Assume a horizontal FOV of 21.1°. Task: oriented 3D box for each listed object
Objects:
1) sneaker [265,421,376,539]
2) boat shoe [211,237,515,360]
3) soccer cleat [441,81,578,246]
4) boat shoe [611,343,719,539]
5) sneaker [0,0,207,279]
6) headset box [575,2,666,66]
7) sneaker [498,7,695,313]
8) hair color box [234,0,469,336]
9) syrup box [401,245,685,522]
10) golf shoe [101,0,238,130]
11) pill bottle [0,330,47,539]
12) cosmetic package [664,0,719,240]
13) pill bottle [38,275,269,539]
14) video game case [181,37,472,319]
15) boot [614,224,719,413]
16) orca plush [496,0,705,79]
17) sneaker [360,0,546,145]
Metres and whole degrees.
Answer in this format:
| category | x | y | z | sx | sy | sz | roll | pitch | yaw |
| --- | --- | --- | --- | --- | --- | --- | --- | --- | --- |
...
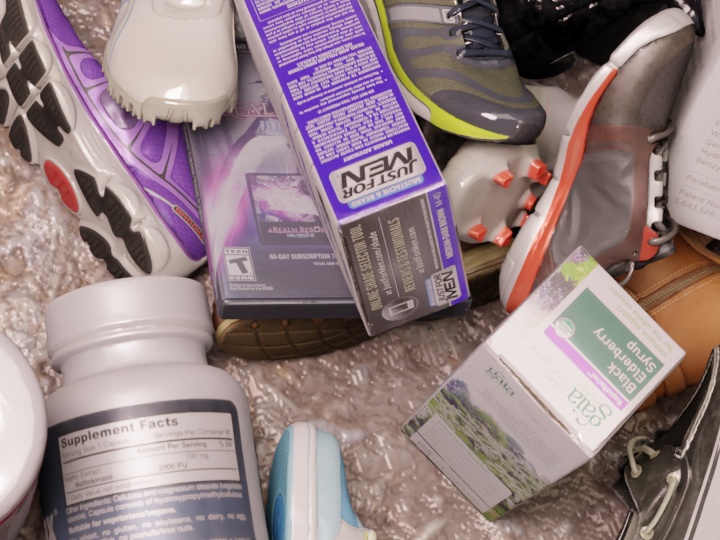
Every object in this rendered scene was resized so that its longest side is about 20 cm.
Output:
| category | x | y | z | sx | sy | sz | roll | pitch | yaw |
| --- | --- | --- | --- | --- | --- | --- | --- | --- | --- |
| sneaker | 0.016 | 0.181 | 1.063 | 0.130 | 0.080 | 0.202 | -2 | 82 | -12 |
| boat shoe | 0.000 | 0.000 | 1.121 | 0.199 | 0.072 | 0.068 | -15 | 69 | -25 |
| soccer cleat | 0.083 | -0.066 | 1.125 | 0.077 | 0.070 | 0.200 | 35 | 28 | 18 |
| boat shoe | 0.176 | 0.125 | 1.094 | 0.063 | 0.071 | 0.201 | 18 | 94 | 4 |
| sneaker | -0.148 | -0.084 | 1.119 | 0.083 | 0.081 | 0.201 | -31 | 89 | -37 |
| headset box | 0.178 | -0.230 | 1.189 | 0.077 | 0.149 | 0.201 | 30 | 70 | -2 |
| sneaker | 0.151 | -0.047 | 1.072 | 0.082 | 0.201 | 0.077 | 34 | 29 | 21 |
| hair color box | -0.009 | -0.079 | 1.030 | 0.064 | 0.110 | 0.201 | -20 | 57 | -3 |
| syrup box | 0.094 | 0.067 | 1.049 | 0.079 | 0.200 | 0.081 | 45 | 69 | 4 |
| golf shoe | -0.103 | -0.162 | 1.087 | 0.078 | 0.098 | 0.201 | 3 | 40 | -9 |
| pill bottle | -0.217 | 0.097 | 0.967 | 0.113 | 0.200 | 0.114 | 4 | 72 | -12 |
| cosmetic package | 0.275 | -0.126 | 1.124 | 0.164 | 0.201 | 0.165 | 21 | 35 | -6 |
| pill bottle | -0.112 | 0.112 | 1.031 | 0.119 | 0.120 | 0.201 | -5 | 74 | -15 |
| video game case | -0.026 | -0.056 | 1.100 | 0.142 | 0.019 | 0.201 | 0 | 52 | -18 |
| boot | 0.200 | 0.050 | 1.151 | 0.154 | 0.074 | 0.200 | -36 | 73 | -21 |
| orca plush | 0.101 | -0.128 | 1.123 | 0.199 | 0.105 | 0.071 | -1 | 54 | 27 |
| sneaker | 0.047 | -0.147 | 1.066 | 0.074 | 0.081 | 0.201 | -1 | 47 | -38 |
